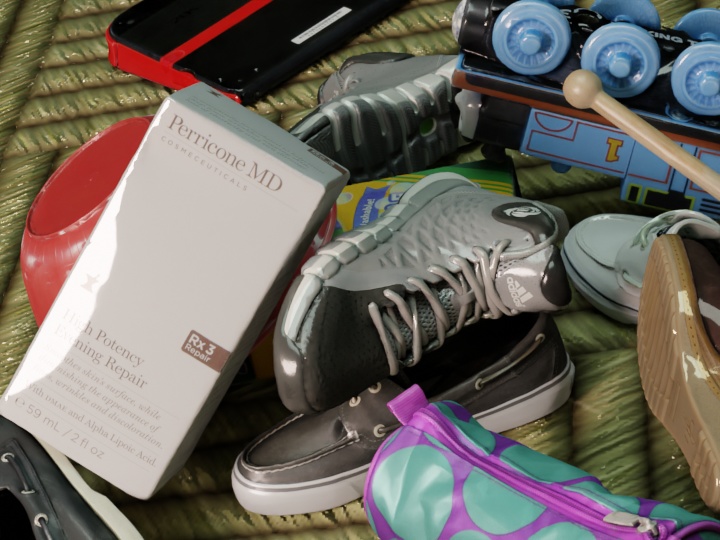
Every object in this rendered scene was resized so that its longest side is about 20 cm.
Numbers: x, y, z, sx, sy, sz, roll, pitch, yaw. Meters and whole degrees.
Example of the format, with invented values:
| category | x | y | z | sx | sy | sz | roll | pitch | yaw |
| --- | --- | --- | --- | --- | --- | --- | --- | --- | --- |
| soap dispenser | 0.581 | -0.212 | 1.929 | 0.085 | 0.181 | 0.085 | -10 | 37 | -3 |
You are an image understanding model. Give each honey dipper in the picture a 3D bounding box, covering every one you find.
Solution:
| category | x | y | z | sx | sy | sz | roll | pitch | yaw |
| --- | --- | --- | --- | --- | --- | --- | --- | --- | --- |
| honey dipper | 0.196 | -0.051 | 1.332 | 0.200 | 0.038 | 0.038 | 37 | 54 | 14 |

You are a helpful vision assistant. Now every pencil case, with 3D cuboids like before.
| category | x | y | z | sx | sy | sz | roll | pitch | yaw |
| --- | --- | --- | --- | --- | --- | --- | --- | --- | --- |
| pencil case | 0.093 | 0.127 | 1.147 | 0.085 | 0.092 | 0.200 | -36 | 37 | -29 |

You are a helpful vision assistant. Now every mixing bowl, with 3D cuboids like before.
| category | x | y | z | sx | sy | sz | roll | pitch | yaw |
| --- | --- | --- | --- | --- | --- | --- | --- | --- | --- |
| mixing bowl | -0.125 | -0.018 | 1.383 | 0.200 | 0.108 | 0.200 | -33 | 27 | 19 |

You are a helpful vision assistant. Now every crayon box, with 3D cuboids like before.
| category | x | y | z | sx | sy | sz | roll | pitch | yaw |
| --- | --- | --- | --- | --- | --- | --- | --- | --- | --- |
| crayon box | 0.000 | 0.000 | 1.418 | 0.200 | 0.052 | 0.126 | -11 | 32 | 8 |

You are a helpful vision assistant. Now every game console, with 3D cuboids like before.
| category | x | y | z | sx | sy | sz | roll | pitch | yaw |
| --- | --- | --- | --- | --- | --- | --- | --- | --- | --- |
| game console | -0.074 | -0.190 | 1.766 | 0.200 | 0.031 | 0.177 | -36 | 42 | -28 |

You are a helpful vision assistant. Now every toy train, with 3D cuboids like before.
| category | x | y | z | sx | sy | sz | roll | pitch | yaw |
| --- | --- | --- | --- | --- | --- | --- | --- | --- | --- |
| toy train | 0.147 | -0.104 | 1.406 | 0.200 | 0.114 | 0.087 | 13 | 26 | 1 |

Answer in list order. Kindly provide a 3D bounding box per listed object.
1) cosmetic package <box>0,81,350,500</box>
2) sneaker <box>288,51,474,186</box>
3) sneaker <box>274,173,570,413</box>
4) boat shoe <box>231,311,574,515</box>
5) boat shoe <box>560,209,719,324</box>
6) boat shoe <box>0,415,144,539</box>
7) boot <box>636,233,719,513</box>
| category | x | y | z | sx | sy | sz | roll | pitch | yaw |
| --- | --- | --- | --- | --- | --- | --- | --- | --- | --- |
| cosmetic package | -0.100 | 0.011 | 1.265 | 0.102 | 0.200 | 0.074 | 30 | 15 | 5 |
| sneaker | -0.006 | -0.094 | 1.552 | 0.200 | 0.075 | 0.115 | -25 | 26 | -36 |
| sneaker | 0.046 | 0.011 | 1.241 | 0.115 | 0.075 | 0.200 | 8 | 36 | 32 |
| boat shoe | 0.020 | 0.071 | 1.296 | 0.200 | 0.057 | 0.069 | -21 | 33 | -9 |
| boat shoe | 0.185 | -0.004 | 1.324 | 0.074 | 0.067 | 0.200 | -39 | 39 | -24 |
| boat shoe | -0.184 | 0.136 | 1.272 | 0.066 | 0.075 | 0.199 | -21 | 40 | -30 |
| boot | 0.234 | 0.057 | 1.191 | 0.166 | 0.072 | 0.200 | 1 | 40 | -11 |
